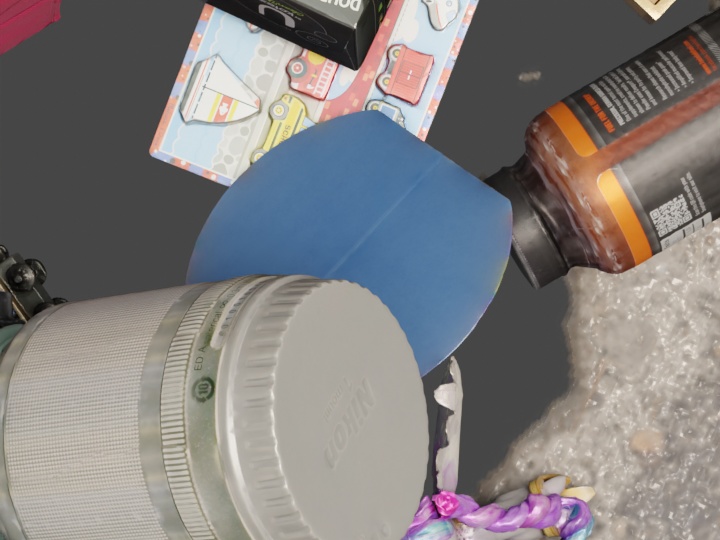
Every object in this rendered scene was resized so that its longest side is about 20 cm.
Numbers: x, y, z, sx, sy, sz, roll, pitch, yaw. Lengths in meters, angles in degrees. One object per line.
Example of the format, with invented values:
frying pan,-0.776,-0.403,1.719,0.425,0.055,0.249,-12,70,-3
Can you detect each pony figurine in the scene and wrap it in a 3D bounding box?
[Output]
pony figurine,0.036,0.148,1.533,0.199,0.193,0.167,-18,80,2

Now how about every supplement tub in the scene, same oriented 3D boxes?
supplement tub,0.168,-0.069,1.573,0.200,0.107,0.107,-30,90,-1

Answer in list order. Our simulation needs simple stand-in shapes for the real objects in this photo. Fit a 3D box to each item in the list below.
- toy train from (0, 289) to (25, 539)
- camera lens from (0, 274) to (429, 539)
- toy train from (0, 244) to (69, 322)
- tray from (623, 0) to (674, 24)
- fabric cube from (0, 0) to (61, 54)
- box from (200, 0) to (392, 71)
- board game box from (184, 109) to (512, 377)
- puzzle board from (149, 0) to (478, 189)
toy train,-0.225,0.108,1.499,0.114,0.085,0.201,0,84,-27
camera lens,-0.085,0.087,1.430,0.199,0.160,0.161,-9,90,33
toy train,-0.164,0.074,1.607,0.046,0.034,0.200,-33,91,12
tray,0.204,-0.251,1.609,0.099,0.037,0.200,43,89,0
fabric cube,-0.294,-0.186,1.511,0.199,0.200,0.197,-33,90,-10
box,-0.025,-0.239,1.548,0.148,0.124,0.201,25,84,4
board game box,0.000,0.000,1.558,0.158,0.039,0.200,-47,51,-9
puzzle board,-0.020,-0.134,1.616,0.150,0.017,0.201,21,89,-1
